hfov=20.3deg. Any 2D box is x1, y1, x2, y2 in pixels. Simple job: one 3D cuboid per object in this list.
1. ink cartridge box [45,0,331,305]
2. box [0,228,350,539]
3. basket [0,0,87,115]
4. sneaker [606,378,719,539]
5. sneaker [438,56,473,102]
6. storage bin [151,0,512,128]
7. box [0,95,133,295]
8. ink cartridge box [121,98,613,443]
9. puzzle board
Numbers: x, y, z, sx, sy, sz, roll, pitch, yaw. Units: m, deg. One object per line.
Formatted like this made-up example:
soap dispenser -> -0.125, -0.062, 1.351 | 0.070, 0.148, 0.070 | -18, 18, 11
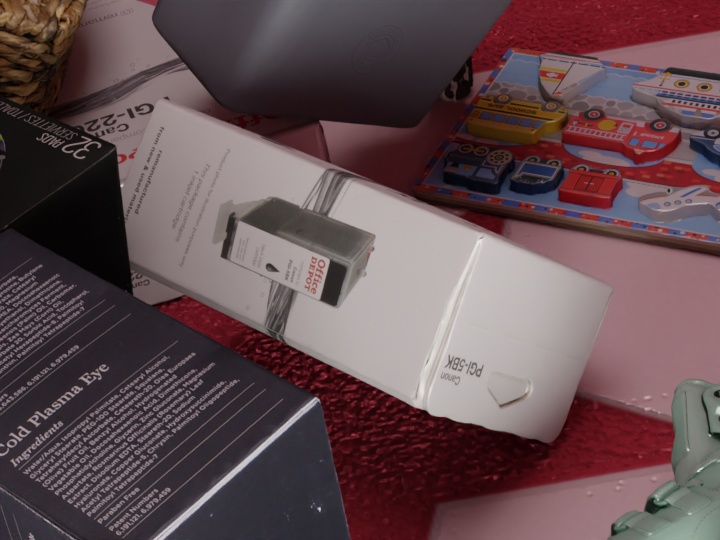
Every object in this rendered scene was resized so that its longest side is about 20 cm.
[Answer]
ink cartridge box -> -0.111, -0.080, 1.146 | 0.144, 0.085, 0.201 | -18, 41, -10
box -> -0.097, 0.114, 0.810 | 0.181, 0.201, 0.104 | 25, 51, 35
basket -> -0.236, -0.133, 1.128 | 0.142, 0.150, 0.201 | 12, 32, -24
sneaker -> 0.132, 0.108, 0.868 | 0.198, 0.074, 0.119 | -9, 44, -15
sneaker -> 0.021, -0.153, 1.227 | 0.084, 0.078, 0.201 | -12, 28, 6
storage bin -> -0.014, -0.159, 1.058 | 0.199, 0.135, 0.146 | 1, 40, -50
box -> -0.226, -0.007, 0.940 | 0.199, 0.125, 0.148 | 23, 44, 28
ink cartridge box -> 0.000, 0.000, 0.962 | 0.199, 0.146, 0.084 | 24, 93, 33
puzzle board -> 0.148, -0.074, 1.138 | 0.198, 0.018, 0.151 | 11, 44, 24
